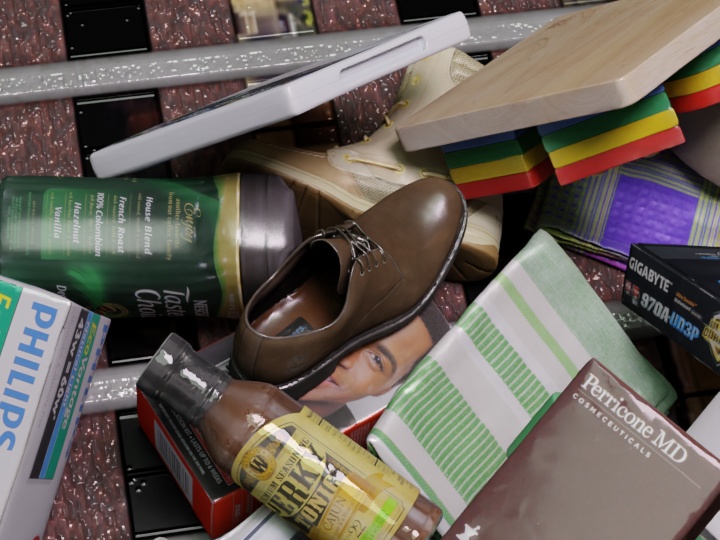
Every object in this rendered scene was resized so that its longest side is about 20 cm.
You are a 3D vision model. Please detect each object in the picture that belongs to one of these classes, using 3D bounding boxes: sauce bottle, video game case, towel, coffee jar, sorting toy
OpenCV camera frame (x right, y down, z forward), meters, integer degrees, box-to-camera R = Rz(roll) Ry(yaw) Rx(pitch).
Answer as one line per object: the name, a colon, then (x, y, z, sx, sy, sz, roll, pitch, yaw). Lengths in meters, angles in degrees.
sauce bottle: (-0.046, 0.113, 1.210, 0.199, 0.065, 0.065, 34, 63, 1)
video game case: (-0.053, -0.113, 1.313, 0.181, 0.199, 0.024, -28, 100, -45)
towel: (0.105, 0.095, 1.286, 0.200, 0.023, 0.153, -46, 104, -26)
coffee jar: (-0.137, -0.014, 1.311, 0.198, 0.104, 0.086, -1, 66, 1)
sorting toy: (0.161, -0.118, 1.323, 0.200, 0.198, 0.070, -36, 108, -40)
towel: (0.229, -0.053, 1.419, 0.199, 0.023, 0.144, 19, 61, 6)

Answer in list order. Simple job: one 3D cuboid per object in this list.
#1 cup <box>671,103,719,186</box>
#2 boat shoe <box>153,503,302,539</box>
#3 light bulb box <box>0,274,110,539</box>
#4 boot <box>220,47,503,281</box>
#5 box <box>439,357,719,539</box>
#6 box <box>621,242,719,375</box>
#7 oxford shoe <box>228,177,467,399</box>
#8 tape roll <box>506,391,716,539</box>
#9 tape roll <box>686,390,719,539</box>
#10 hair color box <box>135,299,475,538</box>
cup: (0.312, -0.166, 1.405, 0.199, 0.144, 0.201, 5, 51, -6)
boat shoe: (-0.120, 0.195, 1.216, 0.200, 0.074, 0.067, -39, 79, -22)
light bulb box: (-0.280, 0.086, 1.202, 0.199, 0.125, 0.200, 17, 85, 5)
boot: (0.013, -0.090, 1.389, 0.199, 0.073, 0.156, 16, 61, -3)
box: (0.099, 0.157, 1.060, 0.100, 0.075, 0.200, 38, 82, 16)
box: (0.290, 0.030, 1.282, 0.198, 0.046, 0.159, 3, 17, -21)
oxford shoe: (0.000, 0.000, 1.266, 0.073, 0.085, 0.200, 36, 62, 19)
tape roll: (0.178, 0.154, 1.193, 0.200, 0.200, 0.048, 42, 98, 18)
tape roll: (0.277, 0.157, 1.201, 0.202, 0.202, 0.071, 42, 98, 17)
hair color box: (-0.036, 0.078, 1.300, 0.199, 0.061, 0.102, -28, 65, -20)
